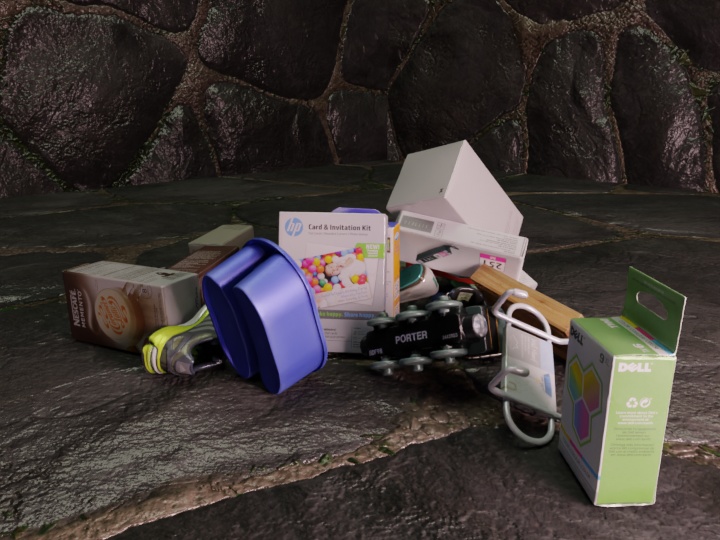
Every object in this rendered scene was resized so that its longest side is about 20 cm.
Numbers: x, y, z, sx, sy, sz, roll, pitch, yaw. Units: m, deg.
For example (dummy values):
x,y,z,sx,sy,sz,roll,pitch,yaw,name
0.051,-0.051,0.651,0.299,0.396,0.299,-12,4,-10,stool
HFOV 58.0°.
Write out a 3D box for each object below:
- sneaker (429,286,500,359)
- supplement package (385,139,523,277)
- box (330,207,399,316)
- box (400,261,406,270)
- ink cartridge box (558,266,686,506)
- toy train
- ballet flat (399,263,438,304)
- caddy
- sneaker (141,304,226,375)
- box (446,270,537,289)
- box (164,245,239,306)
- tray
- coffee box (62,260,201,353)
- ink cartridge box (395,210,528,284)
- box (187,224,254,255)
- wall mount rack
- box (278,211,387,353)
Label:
x,y,z,sx,sy,sz,roll,pitch,yaw,name
0.159,0.062,0.987,0.078,0.089,0.200,-4,14,-15,sneaker
0.159,-0.095,1.067,0.121,0.200,0.120,-5,52,43,supplement package
0.000,0.000,1.003,0.119,0.200,0.041,5,17,17,box
0.024,-0.029,1.177,0.078,0.095,0.200,-31,-23,29,box
0.239,0.105,0.614,0.059,0.200,0.104,1,15,-3,ink cartridge box
0.094,0.088,0.842,0.114,0.085,0.200,8,-19,-42,toy train
0.046,0.042,1.089,0.200,0.070,0.069,-18,1,39,ballet flat
-0.114,0.057,0.833,0.141,0.200,0.105,17,40,43,caddy
-0.210,0.099,0.921,0.081,0.074,0.200,15,28,25,sneaker
0.209,-0.013,1.204,0.144,0.036,0.200,-12,45,-37,box
-0.268,0.027,1.102,0.075,0.100,0.200,2,15,10,box
0.245,0.065,0.920,0.037,0.099,0.200,-45,34,-8,tray
-0.341,0.056,0.976,0.200,0.115,0.080,6,17,26,coffee box
0.156,-0.012,1.043,0.200,0.174,0.044,14,60,15,ink cartridge box
-0.304,-0.050,1.442,0.082,0.069,0.200,2,16,11,box
0.233,0.106,0.741,0.173,0.075,0.200,22,45,-8,wall mount rack
-0.040,0.017,0.940,0.156,0.201,0.041,2,1,6,box
